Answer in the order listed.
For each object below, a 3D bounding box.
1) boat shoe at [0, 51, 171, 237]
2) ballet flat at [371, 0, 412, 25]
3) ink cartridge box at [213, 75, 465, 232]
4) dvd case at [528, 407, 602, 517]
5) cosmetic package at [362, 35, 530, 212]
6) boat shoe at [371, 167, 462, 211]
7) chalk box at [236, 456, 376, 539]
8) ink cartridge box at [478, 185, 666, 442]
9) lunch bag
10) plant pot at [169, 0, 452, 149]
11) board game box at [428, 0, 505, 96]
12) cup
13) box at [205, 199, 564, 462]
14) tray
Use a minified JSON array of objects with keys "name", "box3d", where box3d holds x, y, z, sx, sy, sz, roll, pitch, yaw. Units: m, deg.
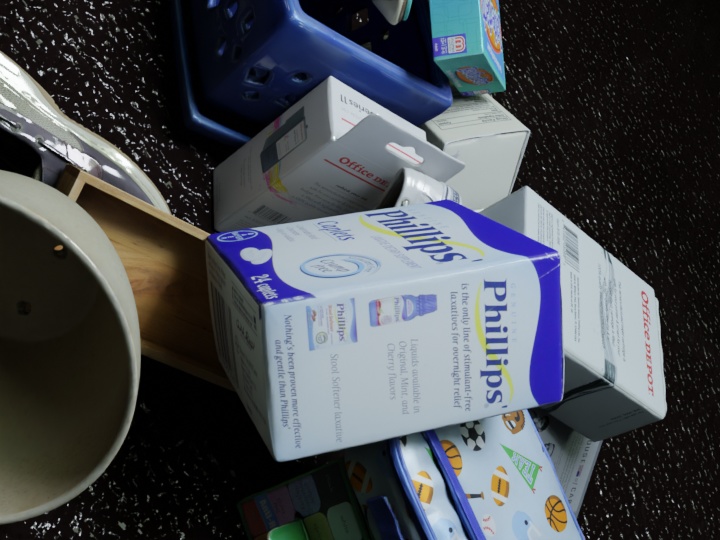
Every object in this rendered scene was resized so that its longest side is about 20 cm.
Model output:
[{"name":"boat shoe","box3d":[-0.224,-0.076,0.735,0.200,0.071,0.065,44,53,-28]},{"name":"ballet flat","box3d":[0.019,-0.272,0.854,0.069,0.069,0.201,39,37,-25]},{"name":"ink cartridge box","box3d":[-0.021,-0.086,0.862,0.116,0.199,0.068,24,50,-38]},{"name":"dvd case","box3d":[0.156,0.188,0.960,0.199,0.025,0.152,11,100,-46]},{"name":"cosmetic package","box3d":[0.060,-0.144,0.997,0.102,0.088,0.200,-10,41,-28]},{"name":"boat shoe","box3d":[0.000,0.000,0.843,0.065,0.200,0.072,29,31,-23]},{"name":"chalk box","box3d":[0.000,0.201,0.766,0.199,0.123,0.126,-7,73,-50]},{"name":"ink cartridge box","box3d":[0.181,0.044,0.919,0.199,0.083,0.148,33,47,-30]},{"name":"lunch bag","box3d":[0.079,0.179,0.711,0.159,0.075,0.202,-20,83,-49]},{"name":"plant pot","box3d":[-0.059,-0.209,0.911,0.199,0.179,0.202,16,52,-42]},{"name":"board game box","box3d":[0.088,-0.265,0.882,0.152,0.044,0.203,3,82,-76]},{"name":"cup","box3d":[-0.217,0.023,0.600,0.200,0.200,0.144,47,14,-17]},{"name":"box","box3d":[0.010,0.029,0.700,0.197,0.184,0.106,-9,107,-17]},{"name":"tray","box3d":[-0.144,0.011,0.750,0.199,0.037,0.100,28,88,-35]}]
